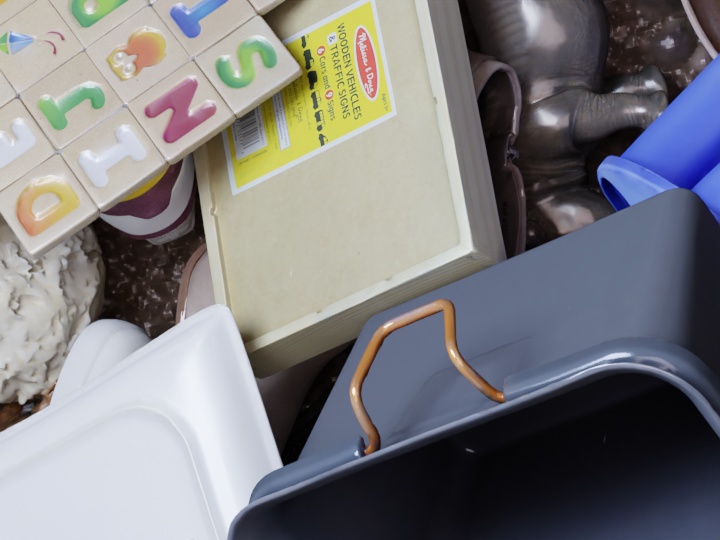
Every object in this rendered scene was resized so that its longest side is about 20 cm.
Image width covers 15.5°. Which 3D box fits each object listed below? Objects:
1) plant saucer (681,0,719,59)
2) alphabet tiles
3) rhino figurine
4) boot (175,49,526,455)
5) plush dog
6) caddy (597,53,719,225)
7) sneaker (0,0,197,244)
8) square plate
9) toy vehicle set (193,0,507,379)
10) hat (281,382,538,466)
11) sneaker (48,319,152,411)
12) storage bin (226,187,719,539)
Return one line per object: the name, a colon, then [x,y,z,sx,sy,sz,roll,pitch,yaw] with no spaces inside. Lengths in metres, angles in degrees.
plant saucer: [0.230,-0.151,1.129,0.198,0.034,0.202,0,92,5]
alphabet tiles: [-0.122,-0.101,1.089,0.199,0.006,0.167,-35,64,-6]
rhino figurine: [0.089,-0.072,1.130,0.087,0.060,0.202,-2,93,7]
boot: [0.000,0.000,1.108,0.145,0.070,0.202,-3,82,35]
plush dog: [-0.193,0.005,1.125,0.170,0.160,0.202,-9,91,-19]
caddy: [0.181,0.005,1.066,0.200,0.141,0.105,43,84,-27]
sneaker: [-0.123,-0.102,1.146,0.074,0.090,0.201,-20,63,4]
square plate: [-0.102,0.143,1.049,0.197,0.028,0.201,-29,70,28]
toy vehicle set: [-0.014,-0.071,1.081,0.124,0.026,0.201,-23,63,28]
hat: [0.023,0.134,1.111,0.081,0.201,0.201,36,95,-38]
sneaker: [-0.085,0.120,1.103,0.084,0.073,0.202,-4,80,32]
storage bin: [0.062,0.055,0.966,0.199,0.135,0.146,-24,118,30]
